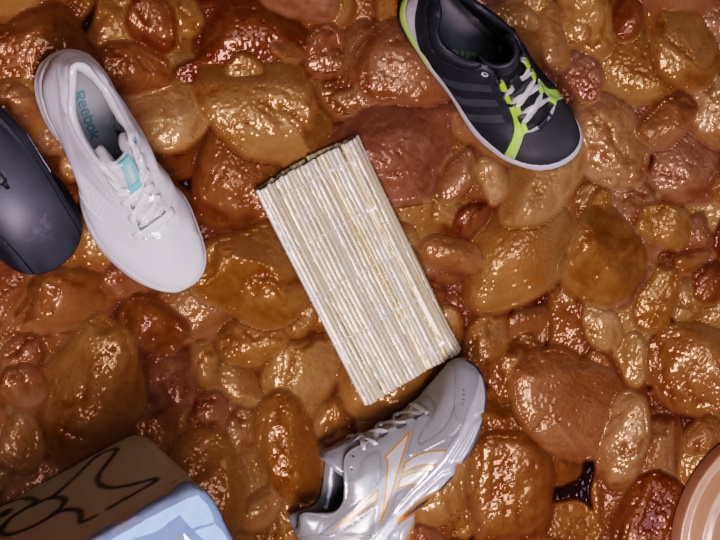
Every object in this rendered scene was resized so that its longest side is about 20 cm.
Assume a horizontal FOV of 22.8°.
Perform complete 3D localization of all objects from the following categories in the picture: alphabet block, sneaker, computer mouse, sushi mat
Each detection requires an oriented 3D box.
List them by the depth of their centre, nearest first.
[{"bbox_3d":[-0.177,0.256,1.275,0.194,0.200,0.197,-26,103,-14],"label":"alphabet block"},{"bbox_3d":[-0.296,-0.065,1.279,0.140,0.046,0.201,-36,106,-14],"label":"computer mouse"},{"bbox_3d":[-0.173,-0.067,1.299,0.075,0.088,0.201,-34,106,-14],"label":"sneaker"},{"bbox_3d":[0.104,-0.149,1.389,0.200,0.083,0.072,42,82,-18],"label":"sneaker"},{"bbox_3d":[0.021,0.146,1.401,0.092,0.076,0.201,35,83,-15],"label":"sneaker"},{"bbox_3d":[0.000,0.000,1.407,0.095,0.012,0.201,-30,105,-13],"label":"sushi mat"}]

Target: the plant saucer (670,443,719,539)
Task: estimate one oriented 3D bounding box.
[{"bbox_3d":[0.364,0.233,1.550,0.199,0.032,0.202,-2,96,-18],"label":"plant saucer"}]
